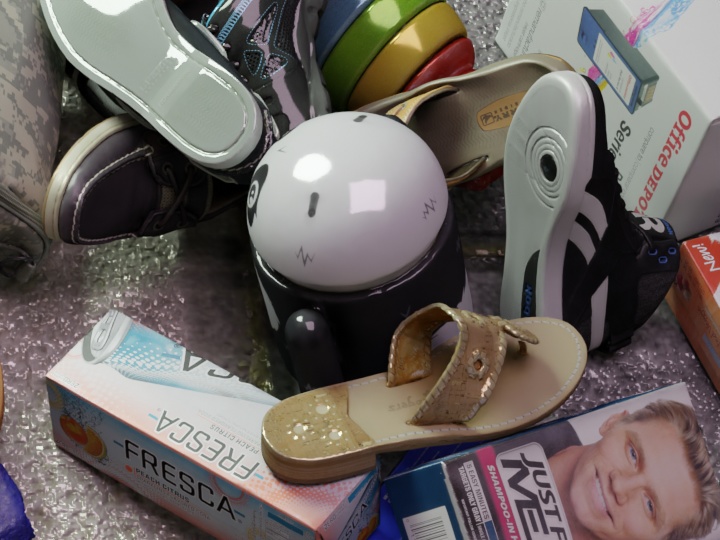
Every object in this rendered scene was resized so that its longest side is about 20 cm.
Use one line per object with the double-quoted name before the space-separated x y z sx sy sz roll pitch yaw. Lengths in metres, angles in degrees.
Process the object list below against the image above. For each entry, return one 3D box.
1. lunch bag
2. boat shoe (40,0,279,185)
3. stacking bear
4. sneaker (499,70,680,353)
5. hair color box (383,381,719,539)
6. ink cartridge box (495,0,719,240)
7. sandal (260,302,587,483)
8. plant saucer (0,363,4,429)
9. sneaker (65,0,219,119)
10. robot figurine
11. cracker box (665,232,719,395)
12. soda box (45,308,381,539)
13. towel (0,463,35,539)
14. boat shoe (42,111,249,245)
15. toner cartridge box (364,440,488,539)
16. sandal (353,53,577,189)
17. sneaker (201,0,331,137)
"lunch bag" -0.261 -0.098 1.708 0.167 0.139 0.201 17 53 -25
"boat shoe" -0.121 -0.122 1.688 0.076 0.060 0.200 -40 62 3
"stacking bear" 0.025 -0.133 1.823 0.200 0.114 0.121 42 56 10
"sneaker" 0.149 -0.041 1.742 0.111 0.201 0.073 -13 36 -28
"hair color box" 0.117 0.137 1.627 0.199 0.060 0.101 -15 86 -39
"ink cartridge box" 0.187 -0.137 1.839 0.087 0.146 0.201 -22 64 -26
"sandal" 0.042 0.054 1.584 0.210 0.070 0.078 -19 49 -22
"plant saucer" -0.298 0.061 1.581 0.198 0.038 0.201 6 57 -9
"sneaker" -0.163 -0.178 1.836 0.115 0.076 0.200 -17 60 -42
"robot figurine" -0.001 -0.001 1.658 0.124 0.201 0.151 -22 48 -8
"cracker box" 0.312 0.026 1.811 0.199 0.058 0.134 -15 60 -23
"soda box" -0.085 0.103 1.623 0.199 0.064 0.068 28 53 22
"towel" -0.301 0.138 1.583 0.199 0.050 0.148 -26 68 -26
"boat shoe" -0.117 -0.056 1.715 0.065 0.072 0.200 24 24 24
"toner cartridge box" 0.039 0.170 1.648 0.095 0.043 0.200 33 54 11
"sandal" 0.045 -0.076 1.749 0.081 0.199 0.054 64 16 -7
"sneaker" -0.063 -0.123 1.731 0.081 0.073 0.202 5 72 -18
